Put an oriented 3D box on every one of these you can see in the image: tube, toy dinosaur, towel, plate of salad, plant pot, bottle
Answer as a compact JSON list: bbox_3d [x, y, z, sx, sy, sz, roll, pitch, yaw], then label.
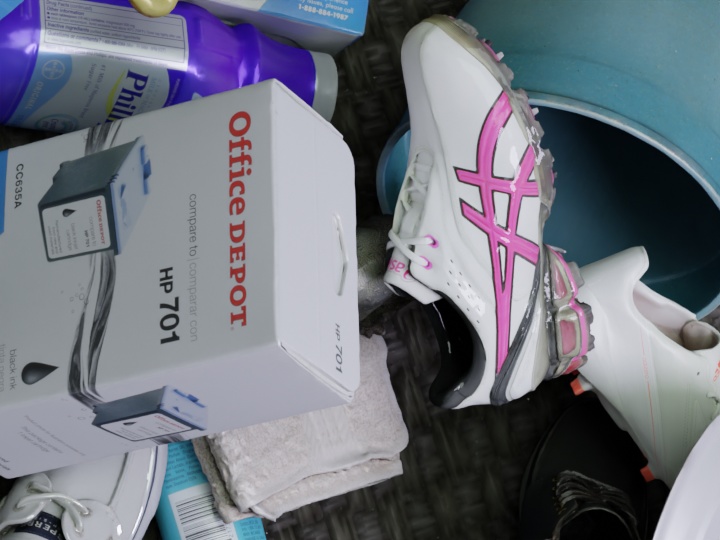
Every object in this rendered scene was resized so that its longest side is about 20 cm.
[{"bbox_3d":[-0.097,0.072,1.570,0.077,0.050,0.201,-11,79,-29],"label":"tube"},{"bbox_3d":[0.000,0.000,1.539,0.199,0.102,0.077,-8,73,-42],"label":"toy dinosaur"},{"bbox_3d":[-0.053,0.030,1.574,0.132,0.034,0.201,-16,80,-44],"label":"towel"},{"bbox_3d":[0.172,0.163,1.529,0.048,0.200,0.201,12,69,28],"label":"plate of salad"},{"bbox_3d":[0.129,-0.097,1.622,0.199,0.200,0.189,29,55,-13],"label":"plant pot"},{"bbox_3d":[-0.111,-0.105,1.579,0.199,0.084,0.066,7,56,-23],"label":"bottle"}]

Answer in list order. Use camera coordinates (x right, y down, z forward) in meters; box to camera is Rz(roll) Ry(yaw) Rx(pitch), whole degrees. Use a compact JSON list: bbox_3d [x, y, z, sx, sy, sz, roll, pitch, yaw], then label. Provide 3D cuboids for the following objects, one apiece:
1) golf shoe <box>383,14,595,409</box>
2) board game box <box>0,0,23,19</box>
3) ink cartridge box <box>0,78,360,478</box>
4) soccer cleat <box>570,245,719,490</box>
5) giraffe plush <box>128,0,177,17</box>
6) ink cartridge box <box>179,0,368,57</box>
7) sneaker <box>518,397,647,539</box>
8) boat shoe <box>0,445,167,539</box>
[{"bbox_3d":[0.051,-0.026,1.475,0.092,0.073,0.201,-24,107,-23],"label":"golf shoe"},{"bbox_3d":[-0.275,-0.222,1.468,0.195,0.056,0.201,4,64,-42],"label":"board game box"},{"bbox_3d":[-0.108,0.006,1.462,0.086,0.199,0.147,38,43,-54],"label":"ink cartridge box"},{"bbox_3d":[0.173,0.072,1.595,0.077,0.069,0.200,-34,118,14],"label":"soccer cleat"},{"bbox_3d":[-0.089,-0.223,1.514,0.172,0.200,0.163,-25,99,11],"label":"giraffe plush"},{"bbox_3d":[-0.049,-0.227,1.636,0.116,0.067,0.201,12,75,-17],"label":"ink cartridge box"},{"bbox_3d":[0.127,0.130,1.581,0.074,0.106,0.201,16,49,-3],"label":"sneaker"},{"bbox_3d":[-0.159,0.138,1.506,0.072,0.066,0.201,27,78,10],"label":"boat shoe"}]
